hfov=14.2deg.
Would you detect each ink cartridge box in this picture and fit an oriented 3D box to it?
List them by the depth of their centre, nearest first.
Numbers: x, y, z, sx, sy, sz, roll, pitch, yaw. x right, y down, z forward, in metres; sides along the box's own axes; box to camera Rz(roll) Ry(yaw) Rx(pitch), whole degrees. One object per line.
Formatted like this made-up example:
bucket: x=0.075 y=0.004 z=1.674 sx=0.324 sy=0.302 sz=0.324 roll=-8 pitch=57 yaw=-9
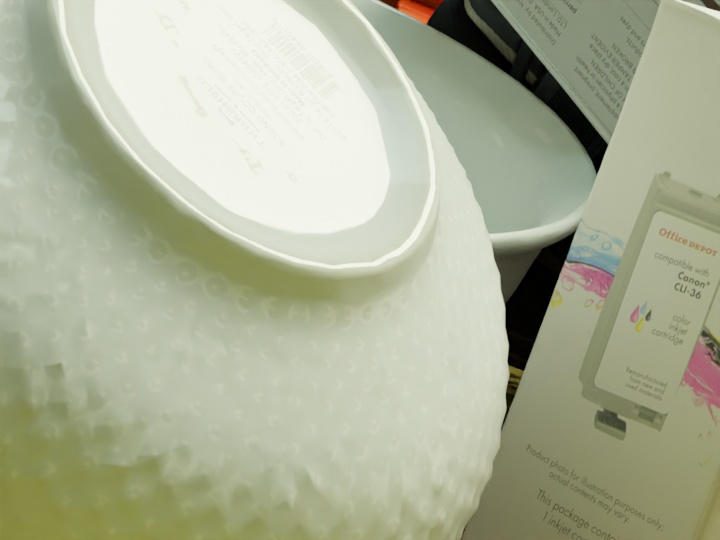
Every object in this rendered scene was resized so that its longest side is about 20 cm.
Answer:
ink cartridge box: x=0.108 y=0.007 z=0.703 sx=0.067 sy=0.201 sz=0.116 roll=30 pitch=14 yaw=39

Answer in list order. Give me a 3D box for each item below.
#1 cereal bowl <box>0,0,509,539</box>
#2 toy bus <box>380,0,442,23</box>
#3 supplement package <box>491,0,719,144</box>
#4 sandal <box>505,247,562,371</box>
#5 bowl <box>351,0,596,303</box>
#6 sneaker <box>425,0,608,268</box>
cereal bowl: x=-0.046 y=-0.015 z=0.592 sx=0.200 sy=0.083 sz=0.201 roll=26 pitch=41 yaw=-24
toy bus: x=0.042 y=-0.117 z=1.214 sx=0.135 sy=0.201 sz=0.192 roll=22 pitch=18 yaw=-2
supplement package: x=0.148 y=-0.086 z=0.861 sx=0.200 sy=0.111 sz=0.156 roll=6 pitch=39 yaw=-47
sandal: x=0.000 y=0.000 z=0.922 sx=0.199 sy=0.055 sz=0.082 roll=11 pitch=47 yaw=-24
bowl: x=-0.043 y=-0.018 z=0.796 sx=0.200 sy=0.091 sz=0.201 roll=17 pitch=23 yaw=-7
sneaker: x=0.065 y=-0.009 z=0.864 sx=0.146 sy=0.077 sz=0.203 roll=33 pitch=34 yaw=-5
